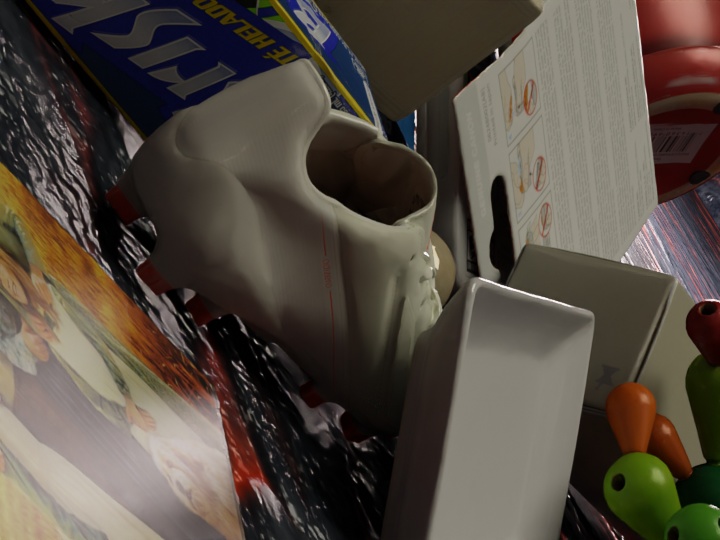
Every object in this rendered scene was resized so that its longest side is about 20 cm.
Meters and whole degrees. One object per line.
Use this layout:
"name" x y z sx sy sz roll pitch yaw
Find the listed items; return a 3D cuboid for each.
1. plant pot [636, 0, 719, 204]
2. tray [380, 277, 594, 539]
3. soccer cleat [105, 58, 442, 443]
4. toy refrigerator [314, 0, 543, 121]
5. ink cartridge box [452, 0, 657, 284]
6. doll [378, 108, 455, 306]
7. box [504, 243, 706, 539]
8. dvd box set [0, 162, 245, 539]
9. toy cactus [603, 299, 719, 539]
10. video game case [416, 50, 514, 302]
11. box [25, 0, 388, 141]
"plant pot" 0.185 -0.152 1.590 0.200 0.200 0.183 38 29 -57
"tray" 0.043 0.060 0.723 0.200 0.022 0.108 15 85 -73
"soccer cleat" 0.000 0.000 0.674 0.200 0.077 0.069 38 21 -58
"toy refrigerator" 0.015 -0.158 0.864 0.070 0.076 0.200 39 30 -29
"ink cartridge box" 0.076 -0.053 0.985 0.200 0.047 0.161 -48 137 -48
"doll" -0.020 -0.071 0.842 0.200 0.048 0.136 59 30 5
"box" 0.129 0.069 0.961 0.082 0.069 0.200 14 -20 35
"dvd box set" -0.087 0.010 0.406 0.200 0.029 0.147 50 13 -32
"toy cactus" 0.142 0.128 0.837 0.165 0.102 0.201 77 7 -55
"video game case" 0.058 -0.072 1.017 0.200 0.024 0.183 22 67 -73
"box" -0.075 -0.106 0.693 0.200 0.064 0.070 50 12 -26
